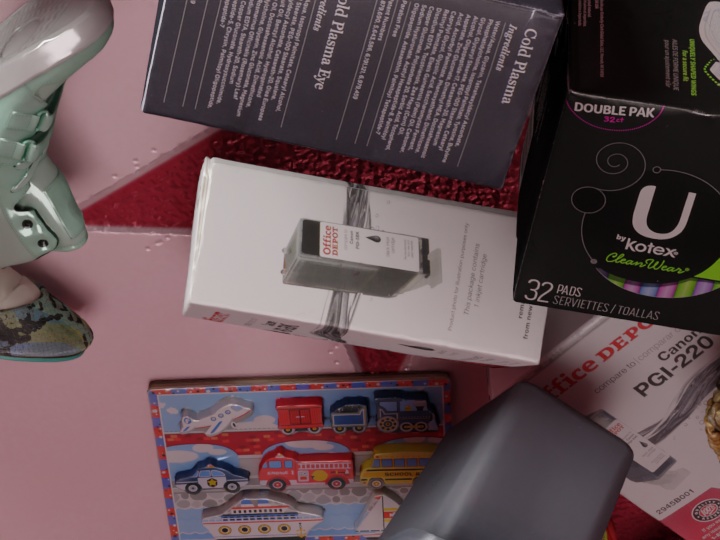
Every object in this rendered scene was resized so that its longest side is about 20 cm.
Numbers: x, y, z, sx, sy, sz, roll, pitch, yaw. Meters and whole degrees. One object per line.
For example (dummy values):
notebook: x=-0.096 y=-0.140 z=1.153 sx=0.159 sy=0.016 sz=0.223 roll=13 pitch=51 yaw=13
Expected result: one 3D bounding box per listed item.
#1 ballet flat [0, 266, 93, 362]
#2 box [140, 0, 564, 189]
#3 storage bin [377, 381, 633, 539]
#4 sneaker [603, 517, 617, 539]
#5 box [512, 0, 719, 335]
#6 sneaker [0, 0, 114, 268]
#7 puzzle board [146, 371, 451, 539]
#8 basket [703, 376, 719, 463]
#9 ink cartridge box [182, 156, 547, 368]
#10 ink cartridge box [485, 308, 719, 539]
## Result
ballet flat: x=-0.260 y=0.012 z=1.227 sx=0.198 sy=0.075 sz=0.075 roll=6 pitch=129 yaw=-8
box: x=-0.005 y=-0.153 z=1.000 sx=0.180 sy=0.201 sz=0.105 roll=11 pitch=127 yaw=-8
storage bin: x=0.086 y=0.159 z=1.195 sx=0.145 sy=0.135 sz=0.200 roll=32 pitch=161 yaw=-4
sneaker: x=0.129 y=0.181 z=1.362 sx=0.084 sy=0.077 sz=0.200 roll=-28 pitch=134 yaw=15
box: x=0.189 y=-0.059 z=1.037 sx=0.198 sy=0.125 sz=0.149 roll=9 pitch=134 yaw=-1
sneaker: x=-0.178 y=-0.076 z=1.144 sx=0.118 sy=0.074 sz=0.200 roll=42 pitch=128 yaw=-21
puzzle board: x=-0.036 y=0.132 z=1.351 sx=0.198 sy=0.017 sz=0.152 roll=-2 pitch=129 yaw=3
basket: x=0.305 y=0.079 z=1.172 sx=0.200 sy=0.150 sz=0.142 roll=42 pitch=150 yaw=-28
ink cartridge box: x=0.000 y=0.000 z=1.151 sx=0.198 sy=0.147 sz=0.084 roll=10 pitch=85 yaw=-5
ink cartridge box: x=0.194 y=0.065 z=1.252 sx=0.199 sy=0.085 sz=0.145 roll=36 pitch=121 yaw=-23
